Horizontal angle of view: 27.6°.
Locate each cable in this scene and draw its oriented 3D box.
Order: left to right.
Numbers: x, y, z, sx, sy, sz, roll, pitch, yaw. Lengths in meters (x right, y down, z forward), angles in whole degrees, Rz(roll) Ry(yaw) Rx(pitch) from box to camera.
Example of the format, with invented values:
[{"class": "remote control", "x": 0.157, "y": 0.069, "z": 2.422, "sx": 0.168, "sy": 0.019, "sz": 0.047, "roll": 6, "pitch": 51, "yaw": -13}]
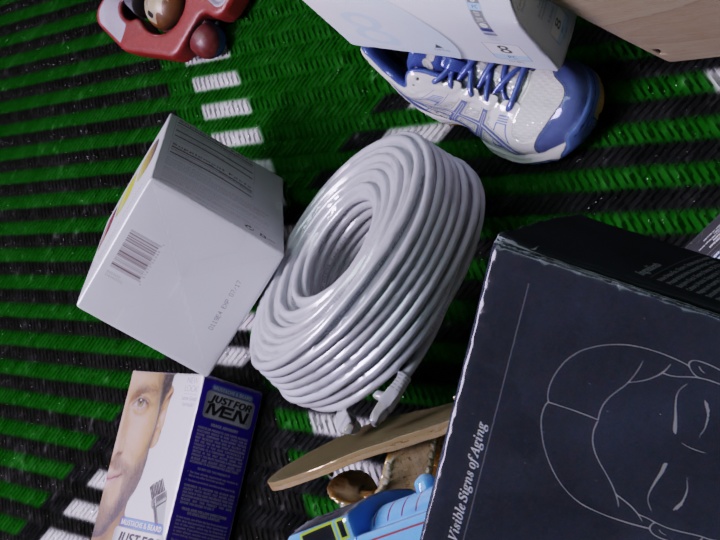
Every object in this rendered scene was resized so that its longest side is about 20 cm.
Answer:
[{"class": "cable", "x": 0.000, "y": 0.000, "z": 0.991, "sx": 0.201, "sy": 0.069, "sz": 0.200, "roll": -58, "pitch": 22, "yaw": -5}]

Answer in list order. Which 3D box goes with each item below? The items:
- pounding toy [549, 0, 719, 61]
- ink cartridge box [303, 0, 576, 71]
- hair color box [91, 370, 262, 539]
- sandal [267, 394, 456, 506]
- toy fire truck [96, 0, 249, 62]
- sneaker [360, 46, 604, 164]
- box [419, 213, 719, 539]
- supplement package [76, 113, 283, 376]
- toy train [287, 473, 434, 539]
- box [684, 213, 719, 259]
[{"class": "pounding toy", "x": 0.236, "y": -0.226, "z": 0.820, "sx": 0.184, "sy": 0.141, "sz": 0.201, "roll": 9, "pitch": 79, "yaw": 65}, {"class": "ink cartridge box", "x": 0.021, "y": -0.183, "z": 0.872, "sx": 0.159, "sy": 0.200, "sz": 0.048, "roll": 14, "pitch": 83, "yaw": 32}, {"class": "hair color box", "x": -0.150, "y": 0.182, "z": 1.134, "sx": 0.109, "sy": 0.065, "sz": 0.201, "roll": -3, "pitch": 69, "yaw": 51}, {"class": "sandal", "x": 0.039, "y": 0.123, "z": 0.929, "sx": 0.211, "sy": 0.078, "sz": 0.070, "roll": -28, "pitch": 93, "yaw": 23}, {"class": "toy fire truck", "x": -0.162, "y": -0.282, "z": 1.347, "sx": 0.168, "sy": 0.112, "sz": 0.201, "roll": 44, "pitch": 110, "yaw": 31}, {"class": "sneaker", "x": 0.074, "y": -0.126, "z": 0.987, "sx": 0.200, "sy": 0.088, "sz": 0.076, "roll": 21, "pitch": 88, "yaw": 51}, {"class": "box", "x": 0.144, "y": 0.100, "z": 0.666, "sx": 0.196, "sy": 0.124, "sz": 0.201, "roll": 19, "pitch": 105, "yaw": 22}, {"class": "supplement package", "x": -0.131, "y": -0.025, "z": 1.111, "sx": 0.114, "sy": 0.109, "sz": 0.200, "roll": -57, "pitch": 13, "yaw": 14}, {"class": "toy train", "x": 0.044, "y": 0.178, "z": 0.855, "sx": 0.199, "sy": 0.086, "sz": 0.115, "roll": -28, "pitch": 80, "yaw": 41}, {"class": "box", "x": 0.220, "y": 0.040, "z": 0.758, "sx": 0.200, "sy": 0.050, "sz": 0.158, "roll": -48, "pitch": 42, "yaw": 25}]
